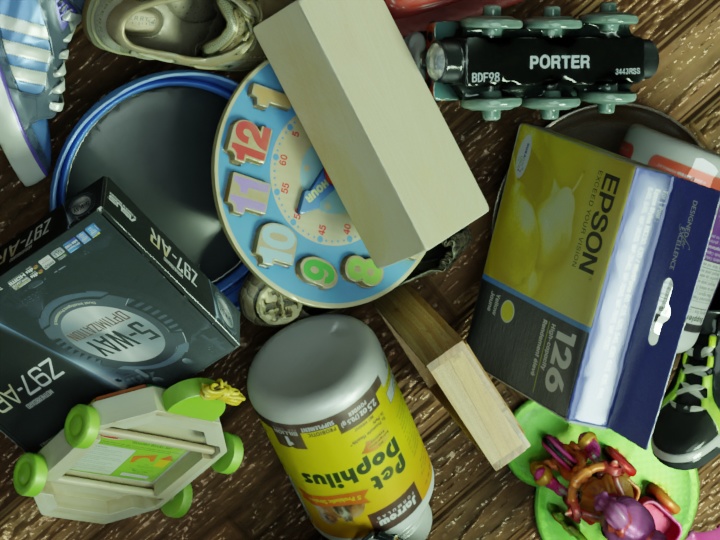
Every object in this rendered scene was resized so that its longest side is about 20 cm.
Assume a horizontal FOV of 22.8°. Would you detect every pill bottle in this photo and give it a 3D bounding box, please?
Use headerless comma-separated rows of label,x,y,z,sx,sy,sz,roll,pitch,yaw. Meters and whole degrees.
pill bottle,0.227,-0.003,1.402,0.111,0.111,0.202,18,99,-15
pill bottle,-0.008,0.138,1.400,0.109,0.109,0.201,-27,128,-5

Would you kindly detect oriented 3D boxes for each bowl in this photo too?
bowl,-0.142,-0.056,1.368,0.199,0.039,0.203,-6,108,-19

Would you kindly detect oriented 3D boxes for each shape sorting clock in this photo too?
shape sorting clock,-0.021,-0.072,1.350,0.198,0.039,0.202,2,86,-25

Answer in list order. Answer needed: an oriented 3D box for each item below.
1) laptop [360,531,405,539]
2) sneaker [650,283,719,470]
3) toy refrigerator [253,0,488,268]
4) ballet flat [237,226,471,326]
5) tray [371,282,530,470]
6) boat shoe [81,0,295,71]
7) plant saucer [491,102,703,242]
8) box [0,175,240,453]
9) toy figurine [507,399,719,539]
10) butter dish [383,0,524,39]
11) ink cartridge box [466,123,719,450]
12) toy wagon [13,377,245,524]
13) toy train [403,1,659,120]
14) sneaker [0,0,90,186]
laptop,-0.007,0.289,1.410,0.199,0.104,0.177,22,142,-16
sneaker,0.280,0.066,1.457,0.083,0.071,0.201,50,59,-35
toy refrigerator,0.007,-0.110,1.312,0.076,0.070,0.201,-32,98,-38
ballet flat,0.000,0.000,1.400,0.198,0.046,0.068,-17,125,-20
tray,0.066,0.074,1.371,0.037,0.200,0.099,-34,107,-3
boat shoe,-0.104,-0.180,1.320,0.199,0.065,0.073,-2,108,-36
plant saucer,0.199,-0.039,1.462,0.198,0.032,0.202,-3,103,-12
box,-0.214,0.042,1.334,0.199,0.044,0.160,-31,122,18
toy figurine,0.219,0.198,1.441,0.200,0.184,0.150,42,92,-17
butter dish,0.061,-0.274,1.318,0.198,0.148,0.201,-19,107,-7
ink cartridge box,0.166,0.008,1.348,0.047,0.200,0.199,9,101,-32
toy wagon,-0.163,0.132,1.363,0.154,0.040,0.200,16,133,-43
toy train,0.126,-0.159,1.357,0.198,0.114,0.086,-5,99,-27
sneaker,-0.219,-0.176,1.316,0.145,0.081,0.202,-20,109,-10
